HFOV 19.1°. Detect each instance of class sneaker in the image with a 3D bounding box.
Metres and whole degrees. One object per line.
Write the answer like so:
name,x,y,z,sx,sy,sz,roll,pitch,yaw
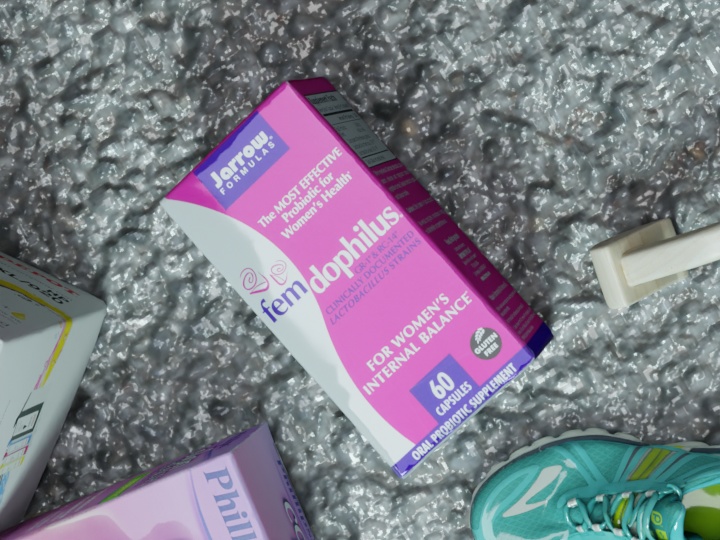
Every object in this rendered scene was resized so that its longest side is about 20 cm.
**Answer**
sneaker,0.155,0.127,1.171,0.198,0.080,0.078,-6,95,11

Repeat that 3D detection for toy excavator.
toy excavator,0.238,-0.036,1.122,0.199,0.194,0.101,-19,93,-17

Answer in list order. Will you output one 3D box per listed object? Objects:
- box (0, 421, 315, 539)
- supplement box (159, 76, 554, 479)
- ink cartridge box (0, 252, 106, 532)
box,-0.116,0.210,1.217,0.199,0.097,0.177,-22,92,10
supplement box,0.000,0.000,1.174,0.101,0.103,0.200,-43,86,12
ink cartridge box,-0.252,0.061,1.172,0.146,0.200,0.145,25,97,6
